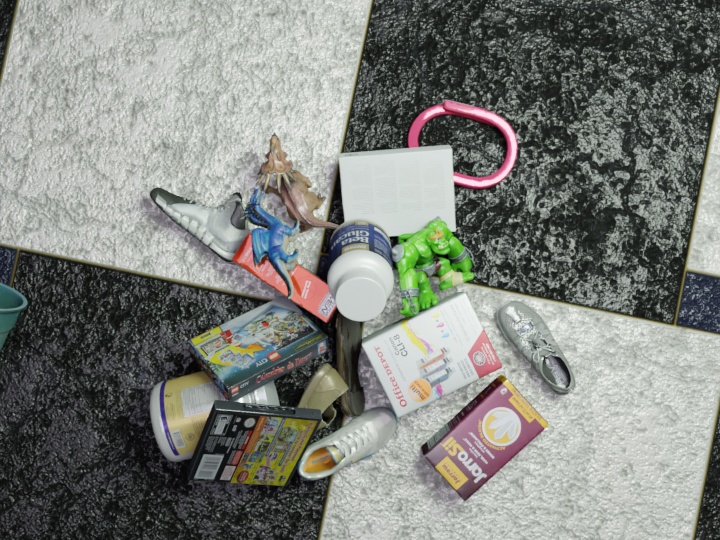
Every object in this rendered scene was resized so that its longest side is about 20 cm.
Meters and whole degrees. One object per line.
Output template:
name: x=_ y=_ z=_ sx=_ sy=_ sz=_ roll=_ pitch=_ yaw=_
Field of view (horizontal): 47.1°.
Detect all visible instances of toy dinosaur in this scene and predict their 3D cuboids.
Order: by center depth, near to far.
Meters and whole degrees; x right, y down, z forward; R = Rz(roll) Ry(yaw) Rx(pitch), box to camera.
toy dinosaur: x=-0.117 y=-0.133 z=1.461 sx=0.086 sy=0.136 sz=0.200 roll=-39 pitch=88 yaw=0

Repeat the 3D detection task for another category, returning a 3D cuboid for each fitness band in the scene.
fitness band: x=0.185 y=-0.228 z=1.507 sx=0.200 sy=0.037 sz=0.144 roll=16 pitch=91 yaw=3

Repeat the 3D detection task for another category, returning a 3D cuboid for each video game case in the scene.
video game case: x=-0.181 y=0.295 z=1.393 sx=0.181 sy=0.026 sz=0.200 roll=9 pitch=130 yaw=-21

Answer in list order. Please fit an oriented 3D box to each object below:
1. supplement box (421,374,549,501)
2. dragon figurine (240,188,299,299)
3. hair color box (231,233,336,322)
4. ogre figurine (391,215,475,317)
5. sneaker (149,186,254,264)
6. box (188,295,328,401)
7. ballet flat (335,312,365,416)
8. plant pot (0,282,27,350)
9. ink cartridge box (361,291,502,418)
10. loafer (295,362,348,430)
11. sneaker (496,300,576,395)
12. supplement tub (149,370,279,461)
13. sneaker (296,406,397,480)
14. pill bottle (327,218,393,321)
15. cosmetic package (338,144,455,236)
supplement box: x=0.217 y=0.293 z=1.459 sx=0.200 sy=0.086 sz=0.110 roll=-43 pitch=87 yaw=0
dragon figurine: x=-0.155 y=-0.039 z=1.394 sx=0.099 sy=0.059 sz=0.200 roll=3 pitch=69 yaw=-9
hair color box: x=-0.124 y=0.015 z=1.473 sx=0.200 sy=0.102 sz=0.061 roll=33 pitch=89 yaw=3
ogre figurine: x=0.117 y=-0.012 z=1.421 sx=0.200 sy=0.098 sz=0.120 roll=-30 pitch=103 yaw=-23
sneaker: x=-0.275 y=-0.112 z=1.504 sx=0.200 sy=0.075 sz=0.116 roll=39 pitch=85 yaw=-7
box: x=-0.175 y=0.130 z=1.424 sx=0.200 sy=0.038 sz=0.137 roll=-26 pitch=48 yaw=-28
ballet flat: x=-0.026 y=0.164 z=1.491 sx=0.046 sy=0.067 sz=0.200 roll=-5 pitch=91 yaw=34
plant pot: x=-0.717 y=0.121 z=1.453 sx=0.200 sy=0.200 sz=0.196 roll=21 pitch=96 yaw=3
ink cartridge box: x=0.118 y=0.143 z=1.438 sx=0.200 sy=0.145 sz=0.145 roll=-27 pitch=88 yaw=2
loafer: x=-0.086 y=0.259 z=1.455 sx=0.067 sy=0.076 sz=0.200 roll=31 pitch=111 yaw=11
sneaker: x=0.320 y=0.134 z=1.463 sx=0.075 sy=0.082 sz=0.200 roll=-39 pitch=87 yaw=0
supplement tub: x=-0.251 y=0.243 z=1.447 sx=0.200 sy=0.145 sz=0.146 roll=-15 pitch=87 yaw=1
sneaker: x=-0.021 y=0.313 z=1.469 sx=0.200 sy=0.081 sz=0.077 roll=-32 pitch=86 yaw=-1
pill bottle: x=0.000 y=0.000 z=1.396 sx=0.111 sy=0.200 sz=0.111 roll=0 pitch=118 yaw=-1
cosmetic package: x=0.066 y=-0.139 z=1.475 sx=0.200 sy=0.052 sz=0.151 roll=-4 pitch=107 yaw=2
